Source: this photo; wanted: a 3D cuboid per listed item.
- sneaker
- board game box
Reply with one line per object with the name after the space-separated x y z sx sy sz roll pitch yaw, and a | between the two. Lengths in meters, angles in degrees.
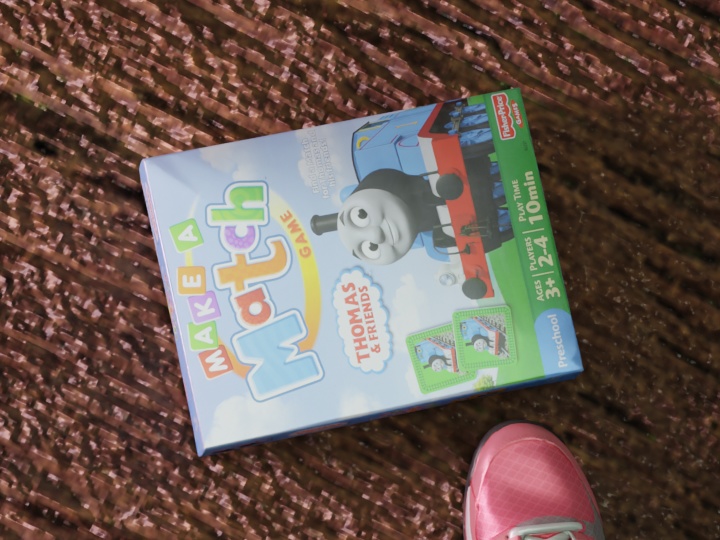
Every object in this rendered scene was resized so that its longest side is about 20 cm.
0.101 0.170 1.369 0.073 0.087 0.201 -7 82 -10 | sneaker
0.000 0.000 1.409 0.199 0.037 0.152 -12 83 -9 | board game box
